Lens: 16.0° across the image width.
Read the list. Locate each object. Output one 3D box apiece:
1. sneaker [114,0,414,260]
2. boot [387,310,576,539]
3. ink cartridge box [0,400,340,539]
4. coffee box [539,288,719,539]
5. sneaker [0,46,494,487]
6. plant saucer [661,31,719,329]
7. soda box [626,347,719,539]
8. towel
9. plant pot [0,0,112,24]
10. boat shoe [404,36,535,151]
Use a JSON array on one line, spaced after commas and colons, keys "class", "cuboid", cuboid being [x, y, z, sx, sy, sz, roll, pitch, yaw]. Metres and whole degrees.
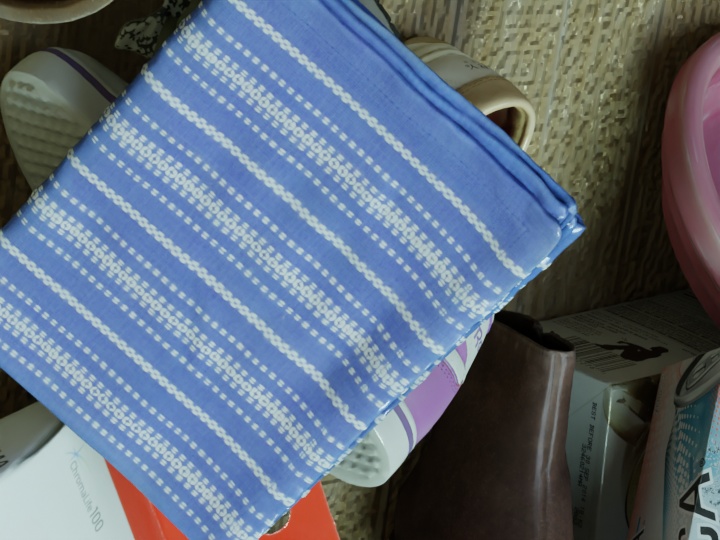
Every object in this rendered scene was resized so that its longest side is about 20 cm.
[{"class": "sneaker", "cuboid": [-0.040, -0.081, 0.904, 0.089, 0.200, 0.077, -24, 167, -9]}, {"class": "boot", "cuboid": [0.061, 0.112, 1.042, 0.072, 0.200, 0.166, 6, 103, -20]}, {"class": "ink cartridge box", "cuboid": [-0.099, 0.121, 0.968, 0.200, 0.057, 0.163, -24, 125, -11]}, {"class": "coffee box", "cuboid": [0.153, 0.075, 1.182, 0.200, 0.080, 0.113, -10, 114, -39]}, {"class": "sneaker", "cuboid": [-0.035, -0.026, 0.944, 0.200, 0.073, 0.114, 46, 59, -11]}, {"class": "plant saucer", "cuboid": [0.208, -0.017, 1.148, 0.200, 0.201, 0.051, -4, 153, -41]}, {"class": "soda box", "cuboid": [0.144, 0.137, 1.048, 0.064, 0.068, 0.200, 17, 75, -14]}, {"class": "towel", "cuboid": [-0.038, -0.001, 0.870, 0.200, 0.145, 0.024, -45, -175, 26]}, {"class": "plant pot", "cuboid": [-0.063, -0.208, 0.797, 0.198, 0.200, 0.200, -36, 129, -36]}, {"class": "boat shoe", "cuboid": [0.000, 0.000, 1.018, 0.074, 0.069, 0.200, 34, 85, -45]}]
